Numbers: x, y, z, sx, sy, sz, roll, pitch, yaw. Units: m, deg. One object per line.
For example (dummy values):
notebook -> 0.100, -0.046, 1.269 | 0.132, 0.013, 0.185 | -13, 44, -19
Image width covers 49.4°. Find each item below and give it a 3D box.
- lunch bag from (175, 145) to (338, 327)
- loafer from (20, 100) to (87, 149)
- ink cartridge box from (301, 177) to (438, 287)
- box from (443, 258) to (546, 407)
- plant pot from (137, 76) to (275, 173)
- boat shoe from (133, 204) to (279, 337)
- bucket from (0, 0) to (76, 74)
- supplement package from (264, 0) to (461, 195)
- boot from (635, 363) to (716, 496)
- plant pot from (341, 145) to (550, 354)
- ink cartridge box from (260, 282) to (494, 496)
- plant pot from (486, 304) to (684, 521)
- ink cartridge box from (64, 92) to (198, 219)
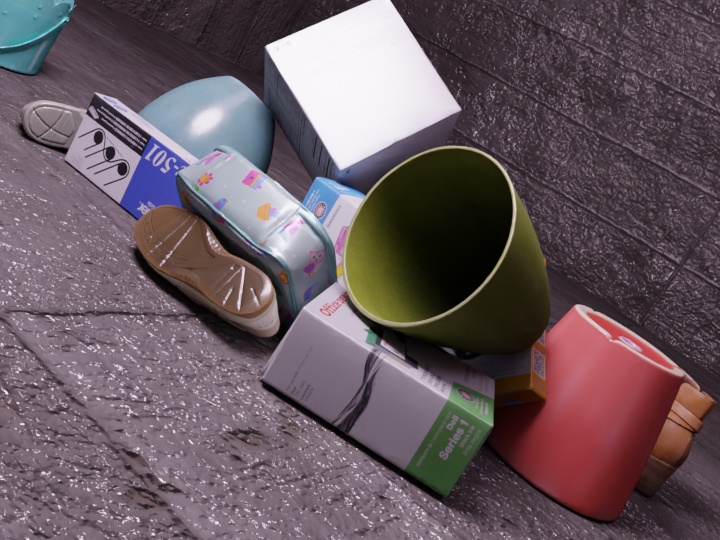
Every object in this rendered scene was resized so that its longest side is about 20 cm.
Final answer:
lunch bag -> -0.111, -0.033, 0.850 | 0.200, 0.077, 0.161 | 39, -22, 27
loafer -> -0.347, -0.180, 1.039 | 0.199, 0.072, 0.063 | 17, 11, -37
ink cartridge box -> 0.000, 0.000, 0.954 | 0.200, 0.145, 0.084 | 38, 15, 29
box -> 0.155, 0.059, 0.908 | 0.041, 0.118, 0.202 | 37, 50, -38
plant pot -> -0.200, -0.196, 1.119 | 0.200, 0.135, 0.200 | 41, -7, 6
boat shoe -> -0.158, 0.002, 0.800 | 0.199, 0.072, 0.065 | 33, -24, 29
bucket -> -0.577, -0.417, 1.250 | 0.206, 0.136, 0.207 | 28, 13, -7
supplement package -> -0.004, -0.226, 1.075 | 0.201, 0.190, 0.147 | 59, -15, 12
boot -> 0.379, 0.188, 1.070 | 0.076, 0.156, 0.200 | 24, 14, -22
plant pot -> 0.112, 0.007, 0.796 | 0.200, 0.187, 0.187 | 38, 4, -46
ink cartridge box -> 0.023, 0.105, 0.751 | 0.199, 0.085, 0.146 | 32, 12, 4
plant pot -> 0.261, 0.151, 0.900 | 0.199, 0.178, 0.201 | 29, 13, -7
ink cartridge box -> -0.264, -0.123, 0.943 | 0.199, 0.095, 0.044 | 35, 14, 22
